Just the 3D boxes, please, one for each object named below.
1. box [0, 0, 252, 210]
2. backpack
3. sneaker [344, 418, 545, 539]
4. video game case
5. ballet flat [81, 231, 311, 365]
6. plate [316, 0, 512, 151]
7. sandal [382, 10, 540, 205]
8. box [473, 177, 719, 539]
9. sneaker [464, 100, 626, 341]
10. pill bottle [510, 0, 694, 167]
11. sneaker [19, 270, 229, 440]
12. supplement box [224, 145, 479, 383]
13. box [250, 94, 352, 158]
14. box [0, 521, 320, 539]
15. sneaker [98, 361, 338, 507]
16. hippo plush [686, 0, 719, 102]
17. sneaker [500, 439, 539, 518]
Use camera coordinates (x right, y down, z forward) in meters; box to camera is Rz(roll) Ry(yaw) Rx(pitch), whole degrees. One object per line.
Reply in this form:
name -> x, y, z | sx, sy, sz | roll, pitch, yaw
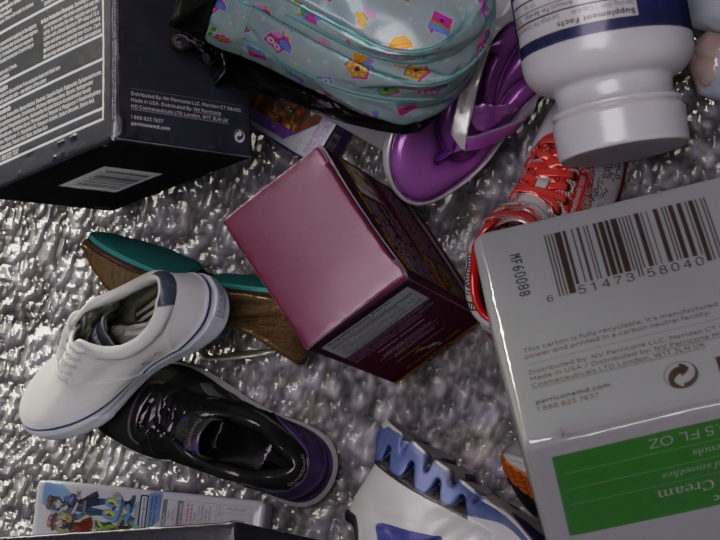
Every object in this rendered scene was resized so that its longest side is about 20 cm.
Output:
box -> -0.177, -0.162, 1.747 | 0.200, 0.123, 0.199 | -15, 73, 52
backpack -> -0.009, -0.182, 1.632 | 0.200, 0.127, 0.167 | 29, 70, 5
sneaker -> 0.063, 0.204, 1.675 | 0.199, 0.081, 0.115 | 37, 97, 27
video game case -> -0.161, 0.259, 1.764 | 0.182, 0.022, 0.201 | 4, 82, 19
ballet flat -> -0.118, 0.027, 1.776 | 0.199, 0.068, 0.073 | 13, 104, 16
plate -> 0.032, -0.189, 1.733 | 0.200, 0.032, 0.200 | 28, 92, -3
sandal -> 0.095, -0.128, 1.699 | 0.203, 0.050, 0.082 | -46, 111, -6
box -> 0.194, 0.077, 1.544 | 0.198, 0.172, 0.200 | -13, 43, 3
sneaker -> 0.129, -0.043, 1.674 | 0.067, 0.108, 0.202 | 16, 86, 20
pill bottle -> 0.161, -0.177, 1.642 | 0.119, 0.120, 0.201 | -11, 83, 16
sneaker -> -0.185, 0.053, 1.734 | 0.200, 0.071, 0.073 | -36, 49, 28
supplement box -> 0.000, 0.000, 1.660 | 0.086, 0.200, 0.111 | -37, 72, 10
box -> -0.031, -0.192, 1.791 | 0.137, 0.039, 0.200 | 32, 92, 20
box -> -0.130, 0.231, 1.641 | 0.181, 0.200, 0.105 | -4, 79, 17
sneaker -> -0.116, 0.108, 1.740 | 0.199, 0.088, 0.076 | 16, 86, 21
hippo plush -> 0.278, -0.182, 1.621 | 0.159, 0.161, 0.200 | -30, 72, 11
sneaker -> 0.193, 0.145, 1.650 | 0.199, 0.076, 0.092 | 19, 62, 26
